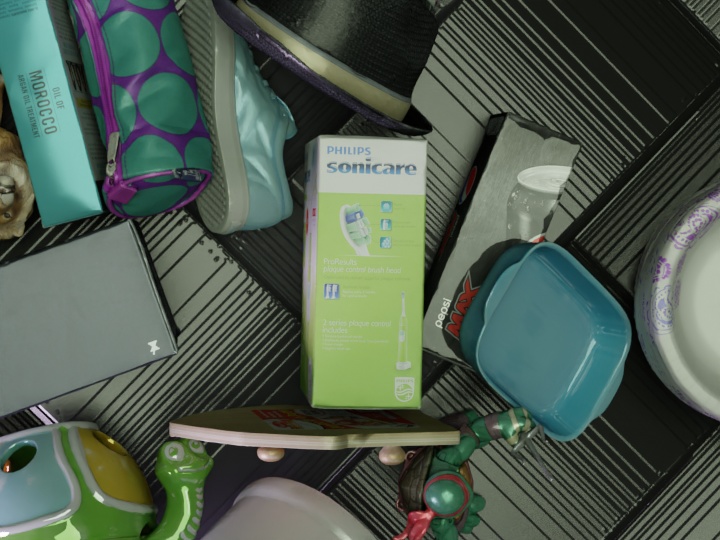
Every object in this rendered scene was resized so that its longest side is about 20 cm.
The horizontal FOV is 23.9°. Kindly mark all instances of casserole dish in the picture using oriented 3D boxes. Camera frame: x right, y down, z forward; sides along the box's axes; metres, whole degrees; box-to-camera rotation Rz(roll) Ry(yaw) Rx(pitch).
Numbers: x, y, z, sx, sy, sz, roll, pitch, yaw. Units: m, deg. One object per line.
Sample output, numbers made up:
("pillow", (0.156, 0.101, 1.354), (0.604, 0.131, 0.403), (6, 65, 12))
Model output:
("casserole dish", (0.142, 0.053, 1.326), (0.200, 0.039, 0.121), (40, 77, -44))

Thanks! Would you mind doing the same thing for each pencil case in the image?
("pencil case", (-0.172, -0.146, 1.287), (0.085, 0.092, 0.201), (-24, 75, 37))

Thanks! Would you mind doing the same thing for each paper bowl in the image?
("paper bowl", (0.317, 0.024, 1.356), (0.200, 0.104, 0.201), (0, 92, -6))

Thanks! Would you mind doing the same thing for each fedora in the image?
("fedora", (-0.010, -0.184, 1.265), (0.200, 0.201, 0.092), (33, 102, -6))

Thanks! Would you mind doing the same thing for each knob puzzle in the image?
("knob puzzle", (-0.043, 0.125, 1.272), (0.219, 0.220, 0.031), (0, 92, -6))

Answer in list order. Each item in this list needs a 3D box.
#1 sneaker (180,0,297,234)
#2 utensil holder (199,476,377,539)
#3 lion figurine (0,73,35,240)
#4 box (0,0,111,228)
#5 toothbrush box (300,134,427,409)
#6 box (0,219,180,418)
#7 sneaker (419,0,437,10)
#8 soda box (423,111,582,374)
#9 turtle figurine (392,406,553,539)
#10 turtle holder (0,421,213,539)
("sneaker", (-0.094, -0.128, 1.334), (0.082, 0.074, 0.201), (-4, 87, -36))
("utensil holder", (-0.086, 0.278, 1.248), (0.170, 0.170, 0.200), (51, 56, -5))
("lion figurine", (-0.337, -0.104, 1.306), (0.200, 0.072, 0.123), (17, 98, 8))
("box", (-0.238, -0.136, 1.299), (0.049, 0.082, 0.201), (-14, 93, 3))
("toothbrush box", (0.000, 0.000, 1.300), (0.086, 0.146, 0.201), (2, 92, -6))
("box", (-0.242, 0.041, 1.256), (0.200, 0.182, 0.104), (-20, 94, -6))
("sneaker", (-0.030, -0.258, 1.335), (0.200, 0.080, 0.086), (38, 110, -8))
("soda box", (0.104, -0.022, 1.352), (0.071, 0.063, 0.200), (22, 90, -6))
("turtle figurine", (0.077, 0.165, 1.284), (0.100, 0.200, 0.150), (22, 92, -1))
("turtle holder", (-0.214, 0.181, 1.275), (0.141, 0.185, 0.132), (5, 69, -48))
